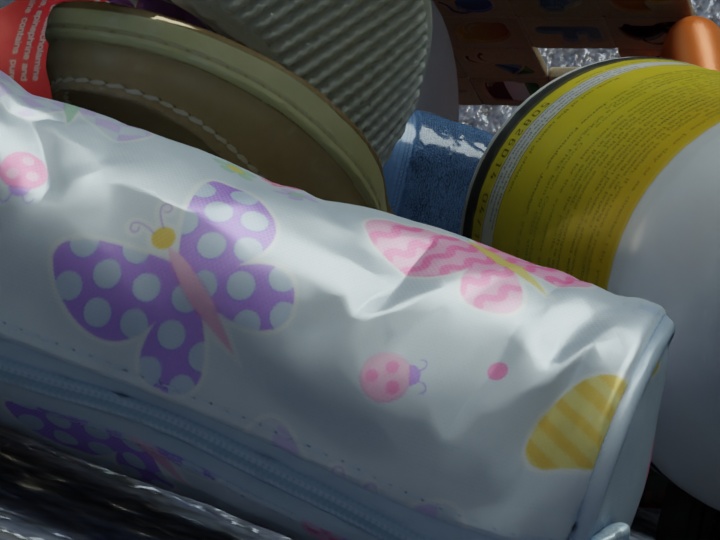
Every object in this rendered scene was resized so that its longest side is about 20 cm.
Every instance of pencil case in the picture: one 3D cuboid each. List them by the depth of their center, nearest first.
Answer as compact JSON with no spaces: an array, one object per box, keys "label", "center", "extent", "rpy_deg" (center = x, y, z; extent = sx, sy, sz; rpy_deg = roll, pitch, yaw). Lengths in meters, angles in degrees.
[{"label":"pencil case","center":[-0.027,0.018,0.603],"extent":[0.199,0.084,0.091],"rpy_deg":[19,19,9]}]

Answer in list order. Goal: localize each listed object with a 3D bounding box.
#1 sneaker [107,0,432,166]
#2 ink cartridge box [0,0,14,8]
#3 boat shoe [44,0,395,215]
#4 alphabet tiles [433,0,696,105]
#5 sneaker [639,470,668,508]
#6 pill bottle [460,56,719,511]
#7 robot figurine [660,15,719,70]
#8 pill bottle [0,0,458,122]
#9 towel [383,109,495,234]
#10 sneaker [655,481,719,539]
[{"label":"sneaker","center":[-0.052,-0.094,0.740],"extent":[0.114,0.073,0.201],"rpy_deg":[26,-14,27]},{"label":"ink cartridge box","center":[-0.167,-0.057,0.648],"extent":[0.050,0.160,0.200],"rpy_deg":[64,-4,-13]},{"label":"boat shoe","center":[-0.031,-0.004,0.716],"extent":[0.072,0.065,0.200],"rpy_deg":[13,-21,30]},{"label":"alphabet tiles","center":[0.043,-0.098,0.969],"extent":[0.166,0.008,0.200],"rpy_deg":[2,-16,15]},{"label":"sneaker","center":[0.055,0.036,0.904],"extent":[0.199,0.071,0.098],"rpy_deg":[19,4,25]},{"label":"pill bottle","center":[0.106,0.005,0.698],"extent":[0.111,0.113,0.200],"rpy_deg":[17,5,-17]},{"label":"robot figurine","center":[0.136,0.001,0.981],"extent":[0.143,0.201,0.116],"rpy_deg":[-27,51,-33]},{"label":"pill bottle","center":[-0.071,-0.059,0.934],"extent":[0.199,0.113,0.112],"rpy_deg":[1,-4,27]},{"label":"towel","center":[0.000,0.000,0.834],"extent":[0.199,0.113,0.049],"rpy_deg":[18,-8,-9]},{"label":"sneaker","center":[0.178,0.091,0.820],"extent":[0.104,0.060,0.199],"rpy_deg":[16,-1,32]}]
